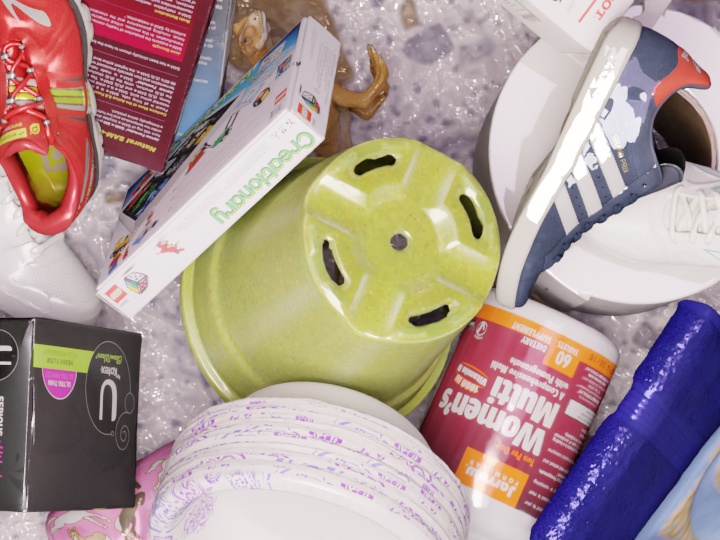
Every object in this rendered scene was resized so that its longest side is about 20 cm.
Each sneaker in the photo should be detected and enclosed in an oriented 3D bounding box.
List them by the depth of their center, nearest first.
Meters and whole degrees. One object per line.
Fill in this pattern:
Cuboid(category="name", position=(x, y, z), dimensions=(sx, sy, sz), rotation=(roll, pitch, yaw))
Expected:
Cuboid(category="sneaker", position=(0.152, -0.053, 1.333), dimensions=(0.084, 0.075, 0.201), rotation=(25, 111, -1))
Cuboid(category="sneaker", position=(-0.207, -0.111, 1.363), dimensions=(0.077, 0.085, 0.201), rotation=(-5, 126, 11))
Cuboid(category="sneaker", position=(0.235, -0.034, 1.367), dimensions=(0.199, 0.080, 0.071), rotation=(8, 86, 4))
Cuboid(category="sneaker", position=(-0.242, -0.053, 1.476), dimensions=(0.200, 0.074, 0.116), rotation=(41, 125, 2))

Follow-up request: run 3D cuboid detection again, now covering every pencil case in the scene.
Cuboid(category="pencil case", position=(-0.117, 0.161, 1.481), dimensions=(0.199, 0.083, 0.087), rotation=(-30, 99, -4))

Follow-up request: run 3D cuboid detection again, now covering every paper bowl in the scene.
Cuboid(category="paper bowl", position=(-0.028, 0.149, 1.369), dimensions=(0.200, 0.201, 0.105), rotation=(17, 52, 0))

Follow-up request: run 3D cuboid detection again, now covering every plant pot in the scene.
Cuboid(category="plant pot", position=(0.000, 0.000, 1.389), dimensions=(0.199, 0.184, 0.202), rotation=(5, 76, -18))

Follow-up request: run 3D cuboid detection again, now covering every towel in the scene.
Cuboid(category="towel", position=(0.192, 0.120, 1.469), dimensions=(0.049, 0.148, 0.200), rotation=(31, 84, 31))

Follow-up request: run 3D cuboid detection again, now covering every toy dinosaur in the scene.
Cuboid(category="toy dinosaur", position=(-0.024, -0.108, 1.520), dimensions=(0.106, 0.060, 0.201), rotation=(-31, 110, -4))

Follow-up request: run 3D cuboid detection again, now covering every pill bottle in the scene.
Cuboid(category="pill bottle", position=(0.093, 0.123, 1.475), dimensions=(0.109, 0.110, 0.201), rotation=(24, 85, 1))

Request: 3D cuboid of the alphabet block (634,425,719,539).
Cuboid(category="alphabet block", position=(0.332, 0.188, 1.415), dimensions=(0.200, 0.195, 0.197), rotation=(39, 87, -12))

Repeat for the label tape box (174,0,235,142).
Cuboid(category="label tape box", position=(-0.156, -0.194, 1.466), dimensions=(0.143, 0.063, 0.201), rotation=(10, 123, -1))

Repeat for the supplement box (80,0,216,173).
Cuboid(category="supplement box", position=(-0.151, -0.172, 1.400), dimensions=(0.108, 0.061, 0.201), rotation=(18, 125, -5))

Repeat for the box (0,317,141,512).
Cuboid(category="box", position=(-0.265, 0.095, 1.418), dimensions=(0.199, 0.148, 0.125), rotation=(1, 86, 24))

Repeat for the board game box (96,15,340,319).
Cuboid(category="board game box", position=(-0.095, -0.069, 1.426), dimensions=(0.035, 0.127, 0.200), rotation=(38, 120, -19))

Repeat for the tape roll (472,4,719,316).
Cuboid(category="tape roll", position=(0.181, -0.072, 1.478), dimensions=(0.201, 0.139, 0.204), rotation=(0, 86, -1))

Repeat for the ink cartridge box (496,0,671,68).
Cuboid(category="ink cartridge box", position=(0.128, -0.218, 1.359), dimensions=(0.200, 0.067, 0.117), rotation=(37, 86, -18))
